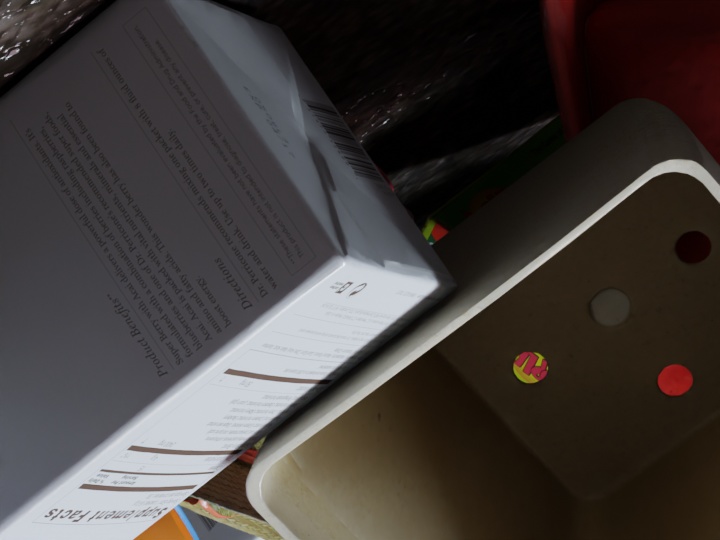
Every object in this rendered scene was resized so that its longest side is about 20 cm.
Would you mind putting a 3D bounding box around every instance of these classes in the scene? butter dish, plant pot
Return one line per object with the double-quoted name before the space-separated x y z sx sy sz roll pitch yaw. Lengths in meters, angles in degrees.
"butter dish" 0.188 -0.053 1.253 0.148 0.200 0.199 -9 -174 38
"plant pot" 0.099 0.051 1.121 0.200 0.200 0.177 -37 -163 17

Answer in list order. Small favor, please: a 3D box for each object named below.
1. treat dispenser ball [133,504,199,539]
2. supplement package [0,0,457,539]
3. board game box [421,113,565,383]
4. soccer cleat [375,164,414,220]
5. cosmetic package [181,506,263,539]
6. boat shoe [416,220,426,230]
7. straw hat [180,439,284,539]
"treat dispenser ball" -0.153 0.152 1.185 0.201 0.201 0.201 -33 167 -9
"supplement package" -0.092 0.014 1.020 0.200 0.121 0.120 -38 165 13
"board game box" 0.110 -0.018 1.355 0.200 0.102 0.048 -39 159 -51
"soccer cleat" 0.000 0.000 1.342 0.076 0.067 0.200 -40 164 3
"cosmetic package" -0.004 0.071 1.533 0.200 0.085 0.108 -27 166 -35
"boat shoe" 0.107 0.016 1.476 0.200 0.071 0.091 20 158 -41
"straw hat" -0.053 0.069 1.332 0.201 0.201 0.085 60 49 -77
